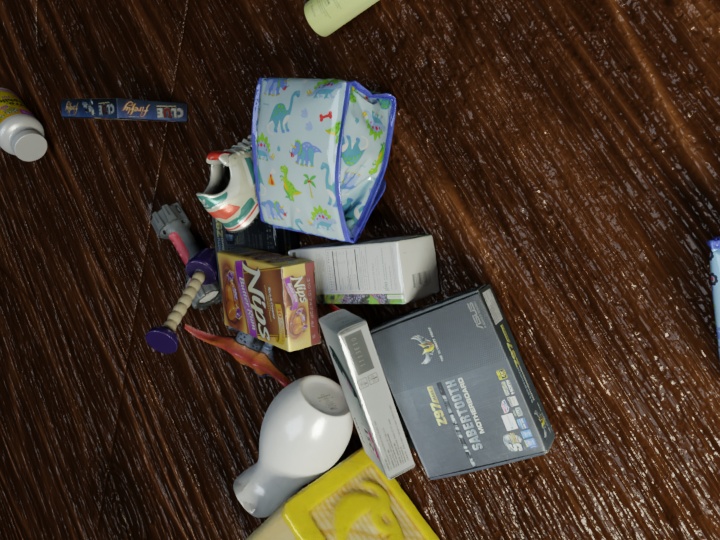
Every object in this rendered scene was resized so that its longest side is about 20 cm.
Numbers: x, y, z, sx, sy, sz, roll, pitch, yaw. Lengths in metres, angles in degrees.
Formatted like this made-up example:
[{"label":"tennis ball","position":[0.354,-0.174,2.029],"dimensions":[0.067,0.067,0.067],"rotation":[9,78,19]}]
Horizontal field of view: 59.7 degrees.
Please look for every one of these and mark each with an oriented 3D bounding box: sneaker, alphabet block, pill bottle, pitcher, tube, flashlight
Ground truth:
[{"label":"sneaker","position":[-0.165,-0.159,0.904],"dimensions":[0.070,0.093,0.200],"rotation":[8,66,42]},{"label":"alphabet block","position":[-0.037,0.404,0.879],"dimensions":[0.197,0.195,0.200],"rotation":[50,127,15]},{"label":"pill bottle","position":[-0.819,-0.341,1.481],"dimensions":[0.200,0.104,0.104],"rotation":[43,123,26]},{"label":"pitcher","position":[-0.075,0.246,0.907],"dimensions":[0.121,0.171,0.200],"rotation":[43,118,28]},{"label":"tube","position":[0.013,-0.371,0.794],"dimensions":[0.200,0.052,0.058],"rotation":[-21,125,36]},{"label":"flashlight","position":[-0.315,-0.025,1.129],"dimensions":[0.200,0.068,0.068],"rotation":[54,130,18]}]

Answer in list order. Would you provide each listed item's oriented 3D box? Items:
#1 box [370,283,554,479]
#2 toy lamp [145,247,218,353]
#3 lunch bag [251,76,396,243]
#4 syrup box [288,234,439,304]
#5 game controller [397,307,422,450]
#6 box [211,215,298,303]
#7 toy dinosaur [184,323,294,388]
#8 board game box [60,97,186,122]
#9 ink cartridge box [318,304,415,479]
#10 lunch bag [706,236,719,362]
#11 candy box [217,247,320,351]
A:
[{"label":"box","position":[0.118,0.136,0.754],"dimensions":[0.157,0.051,0.201],"rotation":[-23,88,30]},{"label":"toy lamp","position":[-0.278,0.040,1.013],"dimensions":[0.058,0.200,0.058],"rotation":[8,134,8]},{"label":"lunch bag","position":[-0.056,-0.147,0.842],"dimensions":[0.170,0.127,0.201],"rotation":[14,97,38]},{"label":"syrup box","position":[0.000,0.000,0.851],"dimensions":[0.199,0.079,0.082],"rotation":[-4,96,41]},{"label":"game controller","position":[0.098,0.151,0.829],"dimensions":[0.104,0.042,0.201],"rotation":[8,104,25]},{"label":"box","position":[-0.170,-0.042,1.009],"dimensions":[0.157,0.051,0.201],"rotation":[2,99,40]},{"label":"toy dinosaur","position":[-0.163,0.146,0.982],"dimensions":[0.182,0.199,0.105],"rotation":[-125,27,-59]},{"label":"board game box","position":[-0.427,-0.289,1.131],"dimensions":[0.199,0.135,0.035],"rotation":[13,106,39]},{"label":"ink cartridge box","position":[-0.006,0.147,0.825],"dimensions":[0.174,0.043,0.201],"rotation":[16,127,70]},{"label":"lunch bag","position":[0.405,0.037,0.512],"dimensions":[0.199,0.094,0.151],"rotation":[-6,92,32]},{"label":"candy box","position":[-0.136,0.035,0.899],"dimensions":[0.200,0.056,0.117],"rotation":[10,107,51]}]
